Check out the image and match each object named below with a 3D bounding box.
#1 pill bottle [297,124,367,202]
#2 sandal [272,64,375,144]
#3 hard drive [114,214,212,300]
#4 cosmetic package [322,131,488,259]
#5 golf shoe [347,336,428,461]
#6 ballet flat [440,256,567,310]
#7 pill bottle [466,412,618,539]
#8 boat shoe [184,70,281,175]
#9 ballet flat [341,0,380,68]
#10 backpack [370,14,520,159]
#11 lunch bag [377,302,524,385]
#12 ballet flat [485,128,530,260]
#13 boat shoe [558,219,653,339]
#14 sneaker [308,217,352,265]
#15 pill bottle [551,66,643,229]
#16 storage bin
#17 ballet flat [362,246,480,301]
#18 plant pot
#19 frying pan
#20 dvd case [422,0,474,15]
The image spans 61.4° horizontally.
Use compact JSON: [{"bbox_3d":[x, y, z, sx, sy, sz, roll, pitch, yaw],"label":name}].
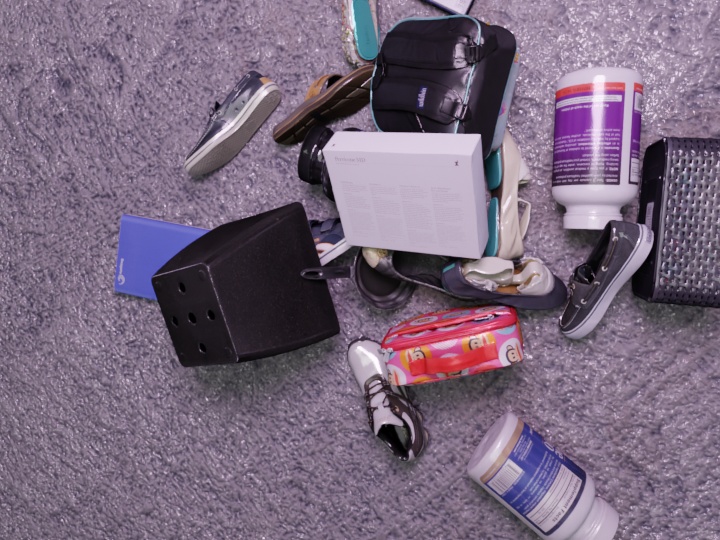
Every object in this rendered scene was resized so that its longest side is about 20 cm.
[{"bbox_3d":[0.012,-0.142,0.892,0.196,0.112,0.114,21,99,12],"label":"pill bottle"},{"bbox_3d":[-0.055,-0.261,0.927,0.197,0.081,0.056,-28,74,22],"label":"sandal"},{"bbox_3d":[-0.322,-0.013,1.030,0.195,0.025,0.136,10,97,13],"label":"hard drive"},{"bbox_3d":[0.061,-0.098,0.781,0.195,0.052,0.153,8,135,25],"label":"cosmetic package"},{"bbox_3d":[0.038,0.193,0.919,0.077,0.094,0.202,-34,84,15],"label":"golf shoe"},{"bbox_3d":[0.209,0.012,0.838,0.195,0.073,0.075,7,96,-11],"label":"ballet flat"},{"bbox_3d":[0.259,0.308,0.861,0.199,0.111,0.112,38,102,9],"label":"pill bottle"},{"bbox_3d":[-0.211,-0.233,0.965,0.200,0.074,0.062,-46,78,8],"label":"boat shoe"},{"bbox_3d":[-0.009,-0.404,0.894,0.074,0.064,0.206,-6,103,-28],"label":"ballet flat"},{"bbox_3d":[0.110,-0.250,0.829,0.198,0.151,0.180,24,110,42],"label":"backpack"},{"bbox_3d":[0.127,0.106,0.846,0.195,0.176,0.084,-13,93,13],"label":"lunch bag"},{"bbox_3d":[0.214,-0.113,0.874,0.068,0.069,0.206,2,96,14],"label":"ballet flat"},{"bbox_3d":[0.312,0.011,0.814,0.055,0.069,0.202,18,131,-2],"label":"boat shoe"},{"bbox_3d":[-0.065,-0.046,0.935,0.197,0.078,0.081,-31,92,16],"label":"sneaker"},{"bbox_3d":[0.315,-0.158,0.814,0.109,0.112,0.206,3,94,14],"label":"pill bottle"},{"bbox_3d":[0.417,-0.061,0.781,0.091,0.135,0.206,4,95,13],"label":"storage bin"},{"bbox_3d":[0.097,-0.007,0.882,0.195,0.057,0.068,18,89,-6],"label":"ballet flat"},{"bbox_3d":[-0.175,0.037,0.872,0.197,0.176,0.204,-10,102,38],"label":"plant pot"},{"bbox_3d":[0.007,0.016,0.899,0.187,0.031,0.117,-26,103,-22],"label":"frying pan"},{"bbox_3d":[0.102,-0.482,0.891,0.197,0.025,0.153,30,100,10],"label":"dvd case"}]
